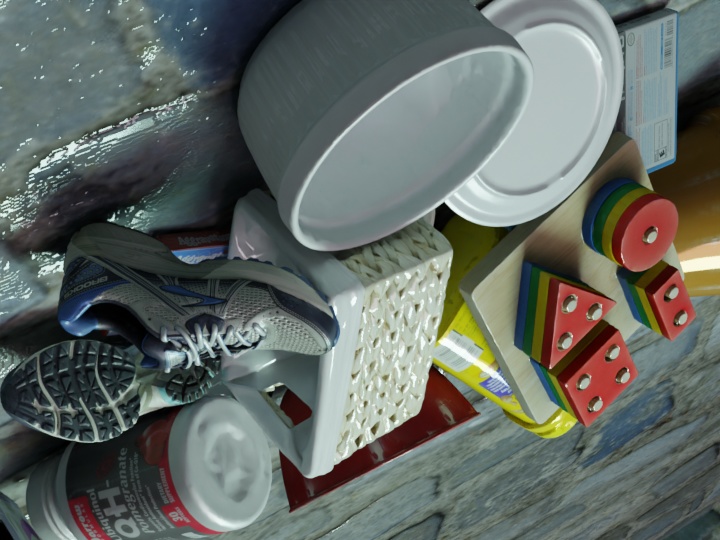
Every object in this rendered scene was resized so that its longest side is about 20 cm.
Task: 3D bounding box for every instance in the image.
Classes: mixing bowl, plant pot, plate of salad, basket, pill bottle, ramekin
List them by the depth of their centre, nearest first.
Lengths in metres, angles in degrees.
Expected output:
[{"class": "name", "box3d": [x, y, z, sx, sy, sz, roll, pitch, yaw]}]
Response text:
[{"class": "ramekin", "box3d": [0.010, -0.118, 1.111, 0.200, 0.105, 0.200, -30, 158, -14]}, {"class": "basket", "box3d": [-0.019, 0.035, 1.243, 0.123, 0.136, 0.200, -22, 140, -30]}, {"class": "plate of salad", "box3d": [0.125, -0.131, 1.273, 0.200, 0.048, 0.200, -17, 121, -30]}, {"class": "pill bottle", "box3d": [-0.180, 0.175, 1.338, 0.200, 0.111, 0.111, -18, 170, 34]}, {"class": "mixing bowl", "box3d": [0.000, 0.131, 1.493, 0.200, 0.108, 0.200, -26, 174, -3]}, {"class": "plant pot", "box3d": [0.323, -0.053, 1.609, 0.183, 0.200, 0.200, -15, 154, -9]}]

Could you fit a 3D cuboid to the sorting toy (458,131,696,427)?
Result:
[{"class": "sorting toy", "box3d": [0.206, 0.020, 1.402, 0.200, 0.070, 0.199, -43, 135, -13]}]

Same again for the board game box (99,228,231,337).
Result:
[{"class": "board game box", "box3d": [-0.110, 0.004, 1.289, 0.200, 0.019, 0.103, -7, 146, -50]}]

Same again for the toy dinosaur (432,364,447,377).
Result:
[{"class": "toy dinosaur", "box3d": [0.097, 0.043, 1.642, 0.200, 0.060, 0.106, -62, 178, 39]}]

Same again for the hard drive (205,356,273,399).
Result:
[{"class": "hard drive", "box3d": [-0.141, 0.117, 1.444, 0.140, 0.038, 0.200, -23, 154, -28]}]

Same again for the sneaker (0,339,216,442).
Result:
[{"class": "sneaker", "box3d": [-0.204, 0.093, 1.245, 0.086, 0.078, 0.200, -14, 175, 37]}]

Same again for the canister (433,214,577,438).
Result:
[{"class": "canister", "box3d": [0.138, 0.049, 1.485, 0.200, 0.087, 0.149, 34, 86, -38]}]

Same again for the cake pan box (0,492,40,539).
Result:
[{"class": "cake pan box", "box3d": [-0.284, 0.250, 1.307, 0.052, 0.184, 0.200, -38, 157, -7]}]

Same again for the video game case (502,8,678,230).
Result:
[{"class": "video game case", "box3d": [0.195, -0.130, 1.375, 0.200, 0.018, 0.143, -23, 123, -31]}]

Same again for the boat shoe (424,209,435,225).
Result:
[{"class": "boat shoe", "box3d": [0.000, 0.000, 1.397, 0.200, 0.075, 0.093, -58, -174, 15]}]

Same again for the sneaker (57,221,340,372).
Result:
[{"class": "sneaker", "box3d": [-0.115, 0.037, 1.112, 0.077, 0.200, 0.085, 98, 6, -53]}]
